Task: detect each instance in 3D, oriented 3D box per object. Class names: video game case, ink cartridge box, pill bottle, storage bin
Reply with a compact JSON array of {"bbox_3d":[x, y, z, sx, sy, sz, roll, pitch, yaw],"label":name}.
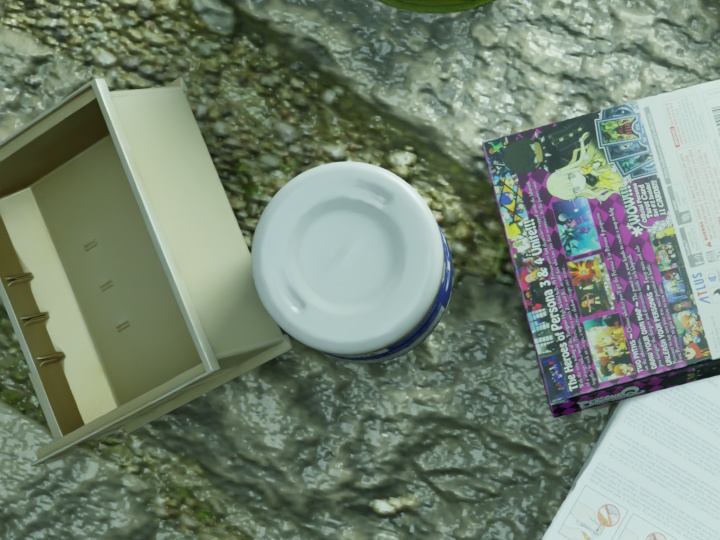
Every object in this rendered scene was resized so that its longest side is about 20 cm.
[{"bbox_3d":[0.191,-0.018,1.511,0.181,0.036,0.200,-15,66,3],"label":"video game case"},{"bbox_3d":[0.226,0.156,1.516,0.161,0.050,0.200,30,90,7],"label":"ink cartridge box"},{"bbox_3d":[0.000,0.000,1.471,0.119,0.200,0.120,0,85,5],"label":"pill bottle"},{"bbox_3d":[-0.174,0.002,1.501,0.198,0.094,0.200,-28,82,36],"label":"storage bin"}]

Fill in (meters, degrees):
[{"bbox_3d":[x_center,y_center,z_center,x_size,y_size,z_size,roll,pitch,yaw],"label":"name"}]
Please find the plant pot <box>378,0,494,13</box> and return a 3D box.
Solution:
[{"bbox_3d":[0.045,-0.289,1.496,0.200,0.193,0.201,-1,85,6],"label":"plant pot"}]
